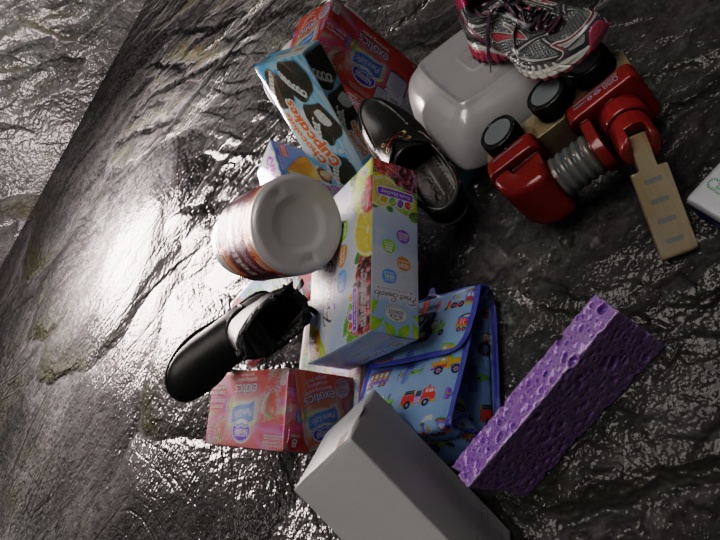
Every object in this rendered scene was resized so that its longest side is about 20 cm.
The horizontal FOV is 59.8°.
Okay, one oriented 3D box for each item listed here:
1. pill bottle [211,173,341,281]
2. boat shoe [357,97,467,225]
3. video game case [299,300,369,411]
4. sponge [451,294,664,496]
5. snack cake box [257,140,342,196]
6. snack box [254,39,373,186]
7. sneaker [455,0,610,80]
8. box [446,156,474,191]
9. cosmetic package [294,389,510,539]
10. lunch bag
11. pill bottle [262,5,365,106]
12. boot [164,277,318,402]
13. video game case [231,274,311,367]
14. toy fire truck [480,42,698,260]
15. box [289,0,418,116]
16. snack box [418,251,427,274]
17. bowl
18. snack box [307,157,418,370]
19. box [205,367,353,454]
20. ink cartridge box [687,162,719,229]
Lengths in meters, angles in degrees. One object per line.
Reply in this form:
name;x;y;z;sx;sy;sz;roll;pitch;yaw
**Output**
pill bottle;-0.114;-0.046;0.780;0.199;0.113;0.116;-8;63;61
boat shoe;0.060;-0.146;0.776;0.073;0.063;0.203;-37;71;6
video game case;-0.038;0.136;0.830;0.142;0.017;0.204;-10;69;51
sponge;0.180;0.122;0.569;0.201;0.111;0.030;-53;43;11
snack cake box;-0.082;-0.104;0.962;0.068;0.113;0.202;-58;37;34
snack box;-0.053;-0.206;0.859;0.115;0.201;0.037;9;49;49
sneaker;0.172;-0.260;0.669;0.081;0.075;0.199;-47;39;-7
box;0.068;-0.142;0.881;0.199;0.049;0.083;18;83;50
cosmetic package;0.045;0.223;0.579;0.200;0.113;0.081;45;107;3
lunch bag;0.082;0.109;0.716;0.149;0.094;0.203;-24;42;41
pill bottle;-0.078;-0.366;1.108;0.198;0.114;0.116;-20;56;39
boot;-0.149;0.088;0.764;0.198;0.074;0.162;-41;14;-20
video game case;-0.133;0.038;1.012;0.200;0.017;0.144;-47;43;19
toy fire truck;0.237;-0.098;0.640;0.175;0.128;0.202;-37;36;28
box;-0.006;-0.283;0.916;0.095;0.198;0.101;0;69;53
snack box;0.021;0.063;0.839;0.071;0.024;0.203;21;86;53
bowl;0.160;-0.242;0.780;0.198;0.075;0.201;-34;44;5
snack box;0.000;0.000;0.739;0.168;0.067;0.204;-34;48;57
box;-0.109;0.182;0.806;0.198;0.101;0.097;-14;66;49
ink cartridge box;0.406;-0.080;0.491;0.201;0.040;0.200;-51;41;14
